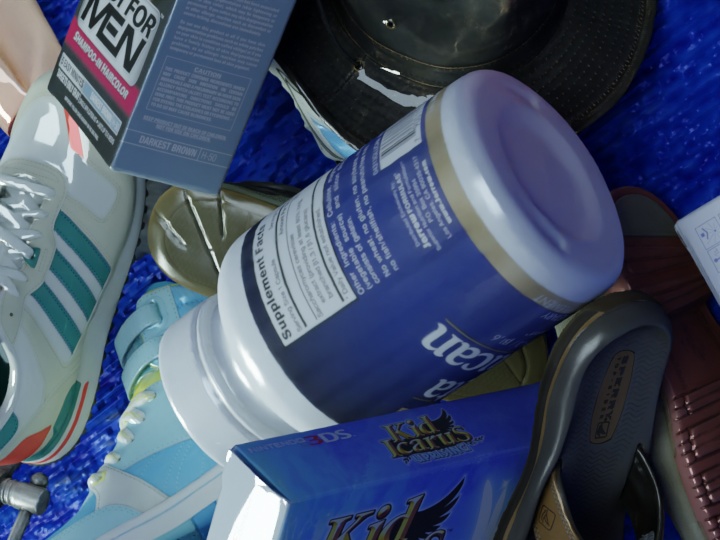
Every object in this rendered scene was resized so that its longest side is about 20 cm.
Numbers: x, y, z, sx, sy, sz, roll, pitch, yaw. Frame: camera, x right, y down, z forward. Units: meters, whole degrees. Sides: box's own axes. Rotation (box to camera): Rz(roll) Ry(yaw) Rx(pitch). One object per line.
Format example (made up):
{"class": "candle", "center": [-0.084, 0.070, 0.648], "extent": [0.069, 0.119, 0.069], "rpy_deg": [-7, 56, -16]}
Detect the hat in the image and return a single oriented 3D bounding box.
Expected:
{"class": "hat", "center": [0.040, -0.147, 1.201], "extent": [0.199, 0.081, 0.202], "rpy_deg": [-1, 69, 3]}

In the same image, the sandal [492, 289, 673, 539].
{"class": "sandal", "center": [0.106, 0.106, 1.153], "extent": [0.055, 0.081, 0.201], "rpy_deg": [34, 120, 40]}

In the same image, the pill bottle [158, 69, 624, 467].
{"class": "pill bottle", "center": [0.008, 0.009, 1.169], "extent": [0.200, 0.111, 0.111], "rpy_deg": [-34, 76, 28]}

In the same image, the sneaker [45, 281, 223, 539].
{"class": "sneaker", "center": [-0.103, 0.082, 1.288], "extent": [0.199, 0.080, 0.131], "rpy_deg": [-31, 66, -17]}

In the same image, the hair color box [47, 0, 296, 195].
{"class": "hair color box", "center": [-0.069, -0.148, 1.206], "extent": [0.099, 0.060, 0.201], "rpy_deg": [47, 118, 54]}

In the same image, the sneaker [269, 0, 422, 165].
{"class": "sneaker", "center": [-0.013, -0.091, 1.274], "extent": [0.200, 0.072, 0.073], "rpy_deg": [42, 118, 24]}

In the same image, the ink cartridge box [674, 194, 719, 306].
{"class": "ink cartridge box", "center": [0.249, -0.019, 1.155], "extent": [0.200, 0.042, 0.120], "rpy_deg": [-34, 76, 26]}

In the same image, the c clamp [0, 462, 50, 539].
{"class": "c clamp", "center": [-0.233, 0.072, 1.364], "extent": [0.199, 0.027, 0.171], "rpy_deg": [21, 67, 22]}

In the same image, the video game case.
{"class": "video game case", "center": [0.008, 0.147, 1.170], "extent": [0.045, 0.199, 0.182], "rpy_deg": [38, 123, 38]}

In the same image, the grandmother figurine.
{"class": "grandmother figurine", "center": [-0.163, -0.082, 1.355], "extent": [0.200, 0.060, 0.121], "rpy_deg": [51, 128, 19]}

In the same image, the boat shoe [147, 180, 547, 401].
{"class": "boat shoe", "center": [-0.001, 0.001, 1.269], "extent": [0.200, 0.066, 0.072], "rpy_deg": [21, 114, 6]}

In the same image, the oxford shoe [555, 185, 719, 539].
{"class": "oxford shoe", "center": [0.140, 0.065, 1.209], "extent": [0.074, 0.071, 0.201], "rpy_deg": [-32, 73, 46]}

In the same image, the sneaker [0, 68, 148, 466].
{"class": "sneaker", "center": [-0.162, 0.001, 1.277], "extent": [0.070, 0.093, 0.201], "rpy_deg": [16, 100, 25]}
